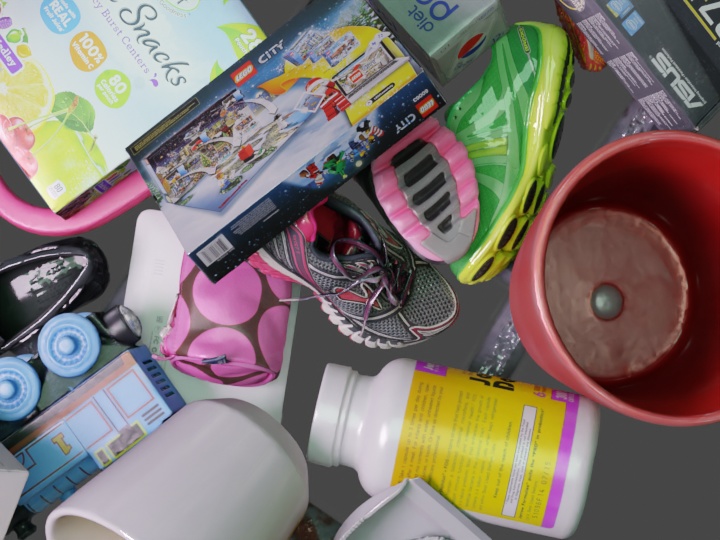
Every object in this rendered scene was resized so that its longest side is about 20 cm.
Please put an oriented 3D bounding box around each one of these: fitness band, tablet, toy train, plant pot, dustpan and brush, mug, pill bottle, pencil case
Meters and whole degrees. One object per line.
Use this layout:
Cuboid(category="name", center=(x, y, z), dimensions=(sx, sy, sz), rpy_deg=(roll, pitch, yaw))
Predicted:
Cuboid(category="fitness band", center=(-0.199, -0.114, 1.621), dimensions=(0.200, 0.037, 0.144), rpy_deg=(-33, 85, 0))
Cuboid(category="tablet", center=(-0.117, 0.062, 1.617), dimensions=(0.129, 0.014, 0.201), rpy_deg=(8, 86, 2))
Cuboid(category="toy train", center=(-0.227, 0.112, 1.575), dimensions=(0.200, 0.087, 0.114), rpy_deg=(-36, 86, 4))
Cuboid(category="plant pot", center=(0.193, 0.013, 1.514), dimensions=(0.199, 0.177, 0.202), rpy_deg=(1, 85, -11))
Cuboid(category="dustpan and brush", center=(0.001, 0.237, 1.566), dimensions=(0.199, 0.057, 0.140), rpy_deg=(-27, 126, 30))
Cuboid(category="mug", center=(-0.118, 0.178, 1.524), dimensions=(0.149, 0.187, 0.153), rpy_deg=(38, 58, 7))
Cuboid(category="pill bottle", center=(0.066, 0.122, 1.559), dimensions=(0.199, 0.104, 0.105), rpy_deg=(12, 86, 2))
Cuboid(category="pencil case", center=(-0.090, -0.020, 1.571), dimensions=(0.093, 0.091, 0.201), rpy_deg=(9, 76, -6))

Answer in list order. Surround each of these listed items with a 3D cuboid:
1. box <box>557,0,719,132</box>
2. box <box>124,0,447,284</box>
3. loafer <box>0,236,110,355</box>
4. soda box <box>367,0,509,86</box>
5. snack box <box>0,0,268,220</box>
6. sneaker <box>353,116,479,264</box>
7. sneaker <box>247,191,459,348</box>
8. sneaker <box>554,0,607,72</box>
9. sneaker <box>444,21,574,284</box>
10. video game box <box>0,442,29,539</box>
Cuboid(category="box", center=(0.218, -0.221, 1.563), dimensions=(0.161, 0.049, 0.200), rpy_deg=(-44, 101, -21))
Cuboid(category="box", center=(-0.054, -0.098, 1.490), dimensions=(0.200, 0.038, 0.137), rpy_deg=(-37, 42, 3))
Cuboid(category="loafer", center=(-0.278, 0.032, 1.595), dimensions=(0.200, 0.070, 0.068), rpy_deg=(-28, 85, 0))
Cuboid(category="soda box", center=(0.019, -0.232, 1.587), dimensions=(0.068, 0.063, 0.200), rpy_deg=(-40, 71, -1))
Cuboid(category="snack box", center=(-0.186, -0.163, 1.574), dimensions=(0.200, 0.068, 0.169), rpy_deg=(-37, 87, -2))
Cuboid(category="sneaker", center=(0.017, -0.084, 1.582), dimensions=(0.079, 0.095, 0.200), rpy_deg=(-27, 74, -19))
Cuboid(category="sneaker", center=(0.000, 0.000, 1.546), dimensions=(0.200, 0.074, 0.081), rpy_deg=(27, 69, -39))
Cuboid(category="sneaker", center=(0.179, -0.247, 1.602), dimensions=(0.077, 0.073, 0.201), rpy_deg=(-1, 88, -8))
Cuboid(category="sneaker", center=(0.099, -0.086, 1.599), dimensions=(0.083, 0.074, 0.201), rpy_deg=(14, 83, 20))
Cuboid(category="video game box", center=(-0.323, 0.179, 1.523), dimensions=(0.182, 0.047, 0.201), rpy_deg=(38, 112, 44))
